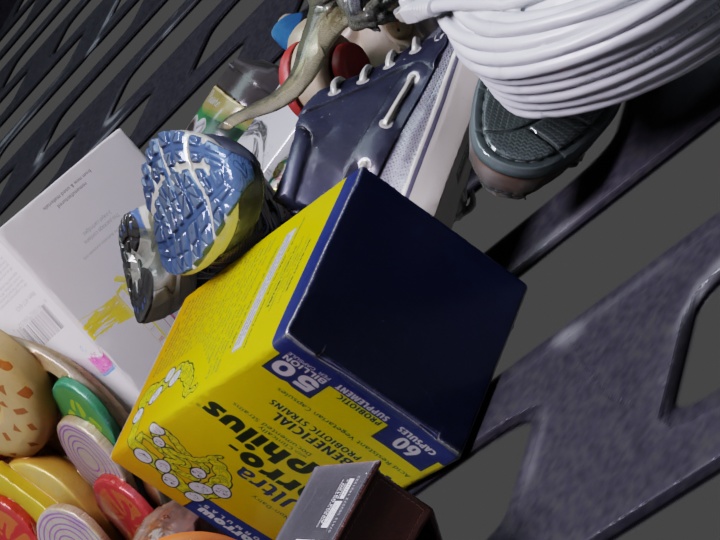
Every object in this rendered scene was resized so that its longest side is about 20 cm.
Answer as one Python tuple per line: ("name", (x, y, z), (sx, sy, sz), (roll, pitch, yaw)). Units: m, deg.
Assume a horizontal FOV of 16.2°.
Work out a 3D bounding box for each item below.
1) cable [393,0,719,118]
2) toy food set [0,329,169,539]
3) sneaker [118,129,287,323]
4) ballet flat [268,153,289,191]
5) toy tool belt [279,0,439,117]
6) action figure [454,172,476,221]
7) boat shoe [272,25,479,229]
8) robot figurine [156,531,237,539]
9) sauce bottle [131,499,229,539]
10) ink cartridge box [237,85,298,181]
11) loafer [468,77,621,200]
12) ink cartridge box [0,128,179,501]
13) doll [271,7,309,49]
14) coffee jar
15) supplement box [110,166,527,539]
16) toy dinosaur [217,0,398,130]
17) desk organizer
("cable", (0.131, -0.155, 1.214), (0.200, 0.069, 0.200), (-42, 30, -12))
("toy food set", (-0.189, 0.123, 1.494), (0.049, 0.197, 0.201), (-40, -23, -42))
("sneaker", (-0.075, -0.032, 1.381), (0.200, 0.085, 0.078), (139, 118, -68))
("ballet flat", (-0.013, -0.052, 1.514), (0.201, 0.064, 0.076), (-55, -28, -24))
("toy tool belt", (0.050, -0.148, 1.433), (0.122, 0.126, 0.200), (-12, 17, 35))
("action figure", (0.000, 0.000, 1.409), (0.200, 0.069, 0.130), (-37, 17, 41))
("boat shoe", (0.023, -0.095, 1.331), (0.075, 0.092, 0.201), (80, -151, -62))
("robot figurine", (-0.099, 0.193, 1.207), (0.200, 0.116, 0.144), (-32, 26, 55))
("sauce bottle", (-0.105, 0.175, 1.361), (0.201, 0.066, 0.066), (-62, 17, -21))
("ink cartridge box", (-0.049, -0.055, 1.657), (0.200, 0.067, 0.116), (-53, 17, 9))
("loafer", (0.103, -0.096, 1.316), (0.063, 0.071, 0.201), (101, -169, -45))
("ink cartridge box", (-0.143, 0.045, 1.532), (0.125, 0.200, 0.128), (-45, 5, -41))
("doll", (0.011, -0.167, 1.587), (0.136, 0.049, 0.200), (-13, 14, 32))
("coffee jar", (-0.102, -0.055, 1.781), (0.201, 0.085, 0.104), (-56, 12, 3))
("supplement box", (-0.024, 0.053, 1.285), (0.200, 0.109, 0.110), (-35, 25, 53))
("toy dinosaur", (-0.001, -0.153, 1.362), (0.088, 0.047, 0.201), (-2, 53, 40))
("desk organizer", (-0.024, 0.186, 1.067), (0.201, 0.077, 0.072), (-60, 16, -17))
